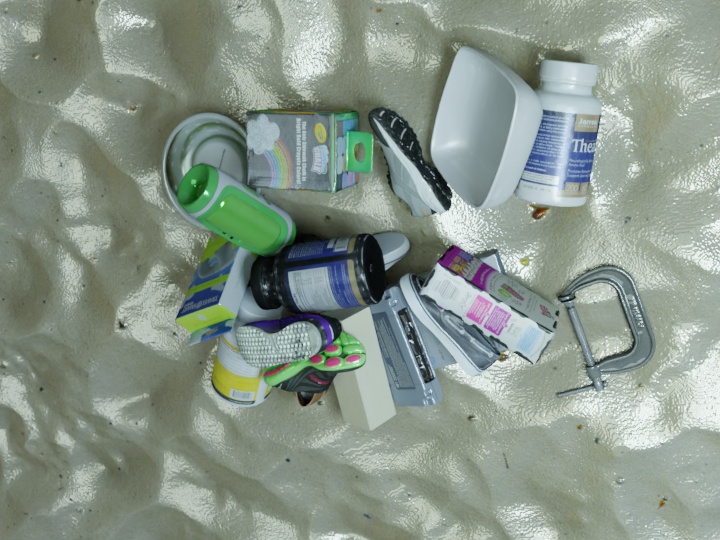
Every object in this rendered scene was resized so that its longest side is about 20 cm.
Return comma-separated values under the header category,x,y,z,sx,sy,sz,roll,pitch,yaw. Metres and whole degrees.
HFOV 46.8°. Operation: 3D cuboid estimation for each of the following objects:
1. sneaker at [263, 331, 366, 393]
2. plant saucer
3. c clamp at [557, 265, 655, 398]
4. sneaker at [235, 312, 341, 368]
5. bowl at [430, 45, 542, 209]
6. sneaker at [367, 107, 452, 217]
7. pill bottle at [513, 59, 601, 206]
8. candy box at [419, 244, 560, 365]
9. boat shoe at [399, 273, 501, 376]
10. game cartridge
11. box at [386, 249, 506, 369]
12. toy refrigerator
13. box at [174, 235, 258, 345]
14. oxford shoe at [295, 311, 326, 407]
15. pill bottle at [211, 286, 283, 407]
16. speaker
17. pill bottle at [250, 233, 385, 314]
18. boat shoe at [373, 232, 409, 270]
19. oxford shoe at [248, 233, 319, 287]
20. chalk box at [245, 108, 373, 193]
category,x,y,z,sx,sy,sz,roll,pitch,yaw
sneaker,-0.067,0.154,1.364,0.198,0.077,0.084,-16,140,34
plant saucer,-0.249,-0.172,1.440,0.198,0.050,0.203,5,105,20
c clamp,0.371,0.097,1.313,0.169,0.027,0.202,-13,99,21
sneaker,-0.108,0.105,1.314,0.199,0.099,0.070,-6,101,41
bowl,0.189,-0.207,1.224,0.074,0.200,0.202,0,124,-24
sneaker,0.065,-0.163,1.308,0.079,0.074,0.201,-20,115,32
pill bottle,0.292,-0.202,1.220,0.110,0.111,0.202,10,106,16
candy box,0.198,0.047,1.257,0.199,0.136,0.061,31,110,9
boat shoe,0.145,0.075,1.316,0.068,0.072,0.201,-39,91,24
game cartridge,0.060,0.128,1.380,0.133,0.041,0.202,-14,98,66
box,0.156,0.071,1.371,0.198,0.041,0.157,-19,96,21
toy refrigerator,-0.005,0.160,1.411,0.076,0.070,0.202,5,116,51
box,-0.237,0.020,1.399,0.121,0.202,0.048,-20,132,39
oxford shoe,-0.081,0.146,1.442,0.071,0.071,0.202,10,112,16
pill bottle,-0.191,0.130,1.442,0.111,0.112,0.202,25,124,11
speaker,-0.193,-0.091,1.322,0.088,0.199,0.089,-19,57,32
pill bottle,-0.068,0.009,1.317,0.198,0.112,0.113,-7,101,20
boat shoe,0.000,0.000,1.400,0.198,0.071,0.070,-23,123,18
oxford shoe,-0.138,-0.001,1.442,0.199,0.073,0.085,-27,100,32
chalk box,-0.071,-0.195,1.339,0.198,0.124,0.126,6,104,16
